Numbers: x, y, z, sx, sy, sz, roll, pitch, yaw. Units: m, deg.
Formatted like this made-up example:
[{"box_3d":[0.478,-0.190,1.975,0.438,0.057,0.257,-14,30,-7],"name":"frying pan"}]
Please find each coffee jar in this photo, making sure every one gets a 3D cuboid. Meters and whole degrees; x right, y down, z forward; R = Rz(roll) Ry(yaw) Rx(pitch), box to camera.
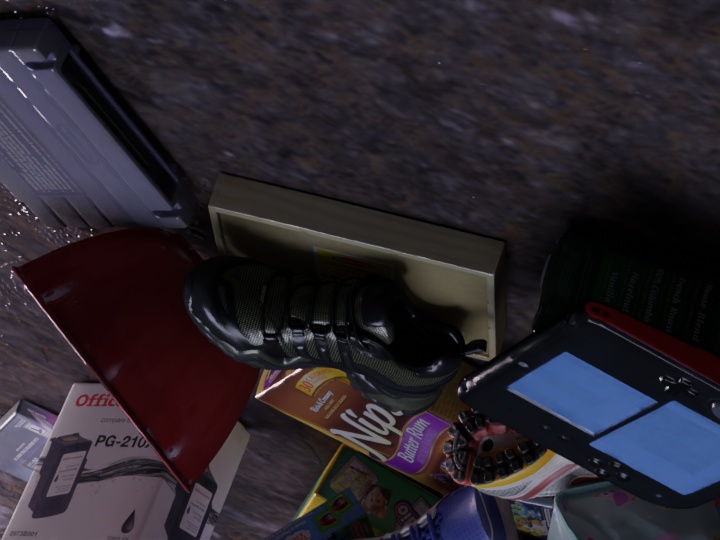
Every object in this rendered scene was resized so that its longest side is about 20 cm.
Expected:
[{"box_3d":[0.211,0.044,1.465,0.199,0.086,0.104,12,152,13],"name":"coffee jar"}]

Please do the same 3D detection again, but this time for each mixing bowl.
[{"box_3d":[-0.140,0.043,1.624,0.200,0.108,0.200,50,174,7],"name":"mixing bowl"}]

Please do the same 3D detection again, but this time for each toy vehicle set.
[{"box_3d":[0.000,0.000,1.584,0.199,0.027,0.124,14,152,10],"name":"toy vehicle set"}]

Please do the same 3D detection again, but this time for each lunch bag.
[{"box_3d":[0.232,0.220,1.645,0.199,0.122,0.171,-11,145,-14],"name":"lunch bag"}]

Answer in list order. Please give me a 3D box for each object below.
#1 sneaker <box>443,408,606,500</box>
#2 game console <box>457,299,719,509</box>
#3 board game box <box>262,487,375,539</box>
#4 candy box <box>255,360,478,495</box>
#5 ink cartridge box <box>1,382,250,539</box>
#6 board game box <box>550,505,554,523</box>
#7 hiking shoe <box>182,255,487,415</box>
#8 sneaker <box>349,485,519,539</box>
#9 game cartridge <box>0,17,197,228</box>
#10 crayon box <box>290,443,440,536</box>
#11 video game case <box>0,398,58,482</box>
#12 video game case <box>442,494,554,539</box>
[{"box_3d":[0.160,0.109,1.611,0.199,0.078,0.082,-16,151,25],"name":"sneaker"},{"box_3d":[0.170,0.088,1.446,0.176,0.031,0.200,24,155,-13],"name":"game console"},{"box_3d":[-0.071,0.271,1.816,0.037,0.199,0.152,52,168,39],"name":"board game box"},{"box_3d":[0.037,0.100,1.712,0.199,0.057,0.117,29,151,-16],"name":"candy box"},{"box_3d":[-0.194,0.192,1.869,0.144,0.201,0.084,-2,143,35],"name":"ink cartridge box"},{"box_3d":[0.260,0.195,1.738,0.199,0.028,0.135,-16,137,35],"name":"board game box"},{"box_3d":[-0.017,0.026,1.550,0.199,0.076,0.101,19,145,-19],"name":"hiking shoe"},{"box_3d":[0.028,0.226,1.732,0.115,0.081,0.199,0,151,-31],"name":"sneaker"},{"box_3d":[-0.207,-0.095,1.541,0.129,0.039,0.200,5,150,33],"name":"game cartridge"},{"box_3d":[0.042,0.237,1.915,0.199,0.058,0.173,31,153,0],"name":"crayon box"},{"box_3d":[-0.234,0.182,2.071,0.199,0.019,0.143,28,151,-14],"name":"video game case"},{"box_3d":[0.165,0.225,1.890,0.181,0.023,0.200,10,152,17],"name":"video game case"}]
